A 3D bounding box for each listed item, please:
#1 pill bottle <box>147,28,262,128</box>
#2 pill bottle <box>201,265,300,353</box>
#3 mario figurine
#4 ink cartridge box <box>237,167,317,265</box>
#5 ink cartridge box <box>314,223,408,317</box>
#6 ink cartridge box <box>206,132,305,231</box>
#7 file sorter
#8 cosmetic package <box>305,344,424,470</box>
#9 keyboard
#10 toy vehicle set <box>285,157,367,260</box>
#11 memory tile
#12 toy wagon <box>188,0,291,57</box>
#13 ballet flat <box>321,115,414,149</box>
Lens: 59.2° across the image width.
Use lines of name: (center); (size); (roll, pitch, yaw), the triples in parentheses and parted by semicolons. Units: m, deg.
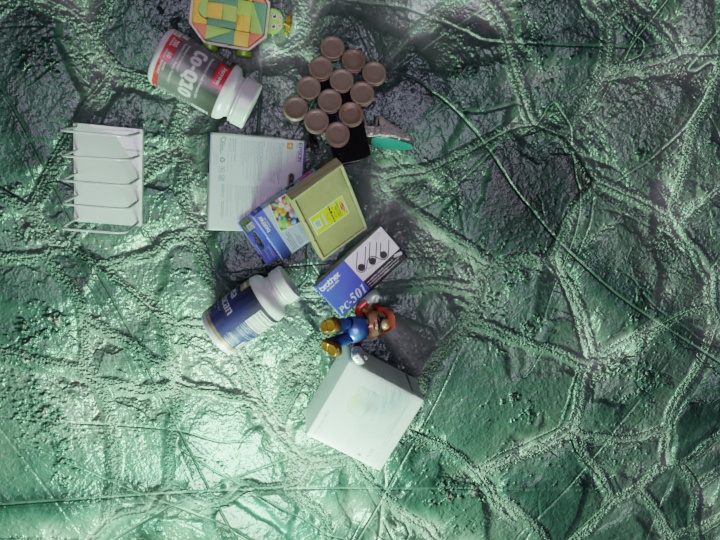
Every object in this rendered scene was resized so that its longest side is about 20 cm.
pill bottle: (-0.301, -0.371, 1.240); (0.198, 0.114, 0.115); (27, 101, -12)
pill bottle: (-0.233, 0.080, 1.367); (0.199, 0.111, 0.112); (-35, 105, 3)
mario figurine: (0.011, 0.121, 1.369); (0.106, 0.199, 0.124); (44, 126, 25)
ink cartridge box: (-0.145, -0.109, 1.336); (0.199, 0.042, 0.120); (-35, 115, -6)
ink cartridge box: (0.000, 0.000, 1.404); (0.200, 0.044, 0.094); (-43, 103, 6)
ink cartridge box: (-0.220, -0.182, 1.328); (0.198, 0.043, 0.199); (0, 105, -23)
file sorter: (-0.516, -0.184, 1.262); (0.137, 0.125, 0.203); (4, 104, -7)
cosmetic package: (0.005, 0.308, 1.446); (0.199, 0.123, 0.201); (28, 100, -11)
keyboard: (-0.059, -0.306, 1.284); (0.125, 0.021, 0.203); (-12, 81, -4)
toy vehicle set: (-0.065, -0.121, 1.305); (0.124, 0.027, 0.201); (-36, 142, -9)
memory tile: (-0.050, -0.360, 1.275); (0.152, 0.017, 0.201); (30, 81, 2)
toy wagon: (-0.234, -0.505, 1.250); (0.197, 0.040, 0.157); (7, 104, -7)
ballet flat: (0.017, -0.292, 1.319); (0.197, 0.072, 0.073); (2, 105, -5)
